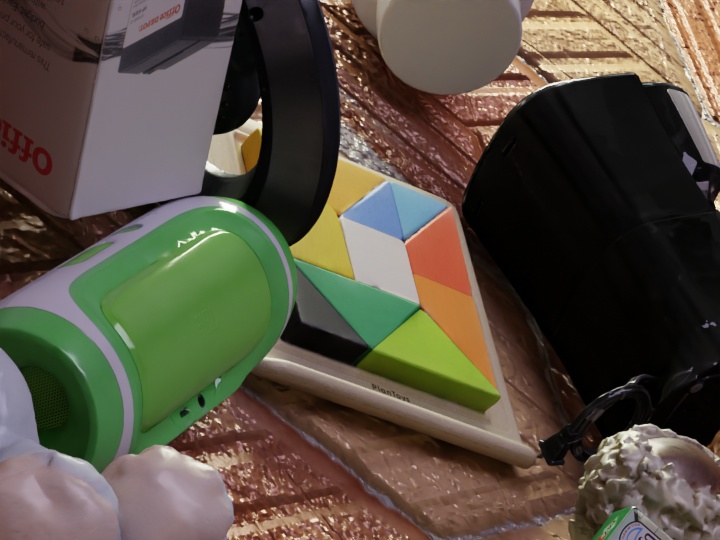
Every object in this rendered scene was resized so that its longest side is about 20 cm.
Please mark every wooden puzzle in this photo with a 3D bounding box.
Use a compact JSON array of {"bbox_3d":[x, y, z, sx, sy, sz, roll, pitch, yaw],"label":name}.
[{"bbox_3d":[0.000,0.000,1.468,0.185,0.037,0.200,21,35,-36],"label":"wooden puzzle"}]

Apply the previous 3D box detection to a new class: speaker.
[{"bbox_3d":[-0.099,0.029,1.250,0.088,0.088,0.200,46,28,4],"label":"speaker"}]

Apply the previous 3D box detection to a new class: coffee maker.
[{"bbox_3d":[0.143,-0.002,1.547,0.192,0.135,0.200,12,39,-50],"label":"coffee maker"}]

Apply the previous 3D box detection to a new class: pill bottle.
[{"bbox_3d":[0.047,-0.192,1.711,0.111,0.111,0.200,30,31,-24],"label":"pill bottle"}]

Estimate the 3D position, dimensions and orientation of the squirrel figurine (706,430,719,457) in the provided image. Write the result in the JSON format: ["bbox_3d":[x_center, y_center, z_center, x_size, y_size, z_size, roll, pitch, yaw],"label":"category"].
[{"bbox_3d":[0.202,0.158,1.407,0.187,0.142,0.200,39,10,-29],"label":"squirrel figurine"}]

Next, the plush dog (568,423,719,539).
[{"bbox_3d":[0.104,0.192,1.264,0.172,0.160,0.200,-31,89,-42],"label":"plush dog"}]

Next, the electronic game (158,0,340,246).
[{"bbox_3d":[-0.073,-0.102,1.355,0.042,0.200,0.200,-21,65,-32],"label":"electronic game"}]

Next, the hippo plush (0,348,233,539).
[{"bbox_3d":[-0.132,0.075,1.064,0.200,0.159,0.161,5,47,-49],"label":"hippo plush"}]

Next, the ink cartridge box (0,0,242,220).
[{"bbox_3d":[-0.124,-0.145,1.283,0.084,0.200,0.145,-12,36,-43],"label":"ink cartridge box"}]

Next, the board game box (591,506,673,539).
[{"bbox_3d":[0.098,0.214,1.178,0.135,0.029,0.200,41,71,-4],"label":"board game box"}]
